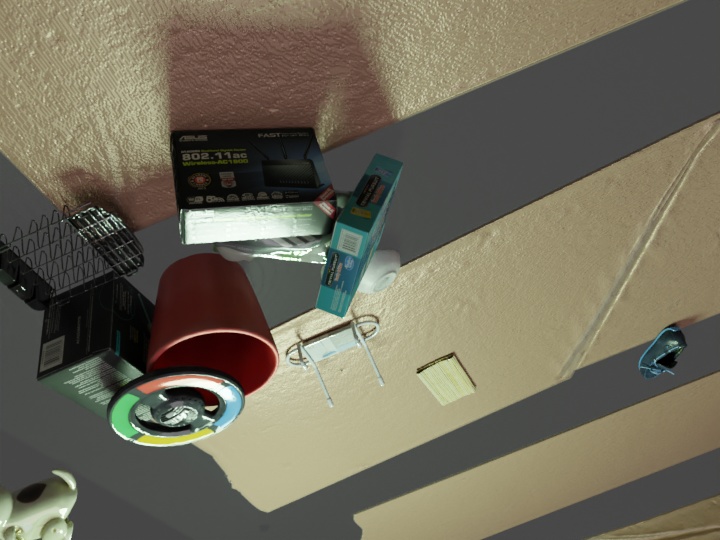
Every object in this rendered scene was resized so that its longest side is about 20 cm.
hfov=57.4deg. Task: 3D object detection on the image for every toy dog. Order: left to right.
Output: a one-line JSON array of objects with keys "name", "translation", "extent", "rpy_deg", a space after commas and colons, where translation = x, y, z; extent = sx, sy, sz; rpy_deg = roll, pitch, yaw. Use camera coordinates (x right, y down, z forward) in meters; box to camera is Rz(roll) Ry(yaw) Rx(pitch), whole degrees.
[{"name": "toy dog", "translation": [-0.695, 0.496, 1.342], "extent": [0.199, 0.140, 0.195], "rpy_deg": [11, 119, -32]}]

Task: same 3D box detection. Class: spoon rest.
[{"name": "spoon rest", "translation": [0.000, 0.000, 1.102], "extent": [0.099, 0.061, 0.199], "rpy_deg": [-49, 156, 23]}]

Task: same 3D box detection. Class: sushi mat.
[{"name": "sushi mat", "translation": [0.203, 0.258, 1.531], "extent": [0.095, 0.012, 0.200], "rpy_deg": [-26, 140, 9]}]

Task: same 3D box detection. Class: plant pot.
[{"name": "plant pot", "translation": [-0.236, 0.085, 1.023], "extent": [0.199, 0.178, 0.201], "rpy_deg": [-12, 140, -10]}]

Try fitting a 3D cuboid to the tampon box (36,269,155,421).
[{"name": "tampon box", "translation": [-0.381, 0.130, 1.033], "extent": [0.125, 0.151, 0.200], "rpy_deg": [-21, 141, 8]}]

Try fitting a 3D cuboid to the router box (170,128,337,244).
[{"name": "router box", "translation": [-0.141, -0.114, 0.856], "extent": [0.198, 0.151, 0.062], "rpy_deg": [-5, 139, -18]}]

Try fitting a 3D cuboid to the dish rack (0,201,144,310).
[{"name": "dish rack", "translation": [-0.416, -0.025, 0.925], "extent": [0.198, 0.055, 0.154], "rpy_deg": [-23, 142, 1]}]

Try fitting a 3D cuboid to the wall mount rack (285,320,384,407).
[{"name": "wall mount rack", "translation": [-0.039, 0.182, 1.296], "extent": [0.198, 0.075, 0.174], "rpy_deg": [-22, 141, 4]}]

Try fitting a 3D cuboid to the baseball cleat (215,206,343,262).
[{"name": "baseball cleat", "translation": [-0.118, -0.069, 0.945], "extent": [0.198, 0.070, 0.107], "rpy_deg": [-18, 138, -2]}]

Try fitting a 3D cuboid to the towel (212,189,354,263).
[{"name": "towel", "translation": [-0.116, -0.078, 1.011], "extent": [0.198, 0.031, 0.150], "rpy_deg": [7, 131, -25]}]

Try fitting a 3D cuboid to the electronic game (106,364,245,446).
[{"name": "electronic game", "translation": [-0.270, 0.204, 0.974], "extent": [0.198, 0.042, 0.201], "rpy_deg": [-11, 140, -9]}]

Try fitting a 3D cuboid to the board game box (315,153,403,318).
[{"name": "board game box", "translation": [-0.001, -0.054, 0.940], "extent": [0.047, 0.201, 0.152], "rpy_deg": [20, 128, 4]}]

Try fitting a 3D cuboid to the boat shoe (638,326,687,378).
[{"name": "boat shoe", "translation": [0.770, 0.227, 1.683], "extent": [0.083, 0.069, 0.201], "rpy_deg": [-14, 140, -7]}]
